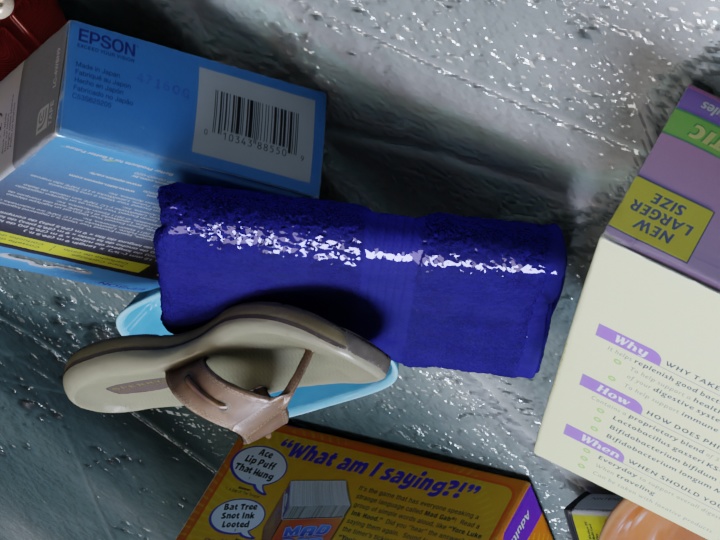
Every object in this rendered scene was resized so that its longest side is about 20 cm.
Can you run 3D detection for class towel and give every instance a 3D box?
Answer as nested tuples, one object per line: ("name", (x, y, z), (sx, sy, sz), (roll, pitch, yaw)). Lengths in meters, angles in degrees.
("towel", (0.000, 0.000, 1.204), (0.200, 0.050, 0.148), (6, 155, 0))

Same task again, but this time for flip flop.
("flip flop", (-0.070, 0.060, 1.223), (0.200, 0.058, 0.081), (-10, 151, 33))

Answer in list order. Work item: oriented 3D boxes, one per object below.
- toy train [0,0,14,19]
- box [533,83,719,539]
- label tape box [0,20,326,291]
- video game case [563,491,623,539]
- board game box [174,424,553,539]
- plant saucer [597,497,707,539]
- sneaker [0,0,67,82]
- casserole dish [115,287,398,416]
("toy train", (-0.218, -0.170, 1.168), (0.200, 0.056, 0.150), (17, 106, -2))
("box", (0.189, 0.040, 1.111), (0.176, 0.097, 0.200), (26, 150, 11))
("label tape box", (-0.127, -0.051, 1.247), (0.143, 0.066, 0.200), (13, 160, -27))
("video game case", (0.214, 0.218, 1.339), (0.181, 0.025, 0.200), (-2, 112, 43))
("board game box", (0.000, 0.242, 1.467), (0.200, 0.200, 0.200), (11, 144, 31))
("plant saucer", (0.211, 0.189, 1.272), (0.200, 0.037, 0.200), (25, 130, 34))
("sneaker", (-0.244, -0.157, 1.273), (0.200, 0.078, 0.116), (40, 166, -12))
("casserole dish", (-0.054, 0.029, 1.362), (0.121, 0.039, 0.200), (35, 151, -22))
